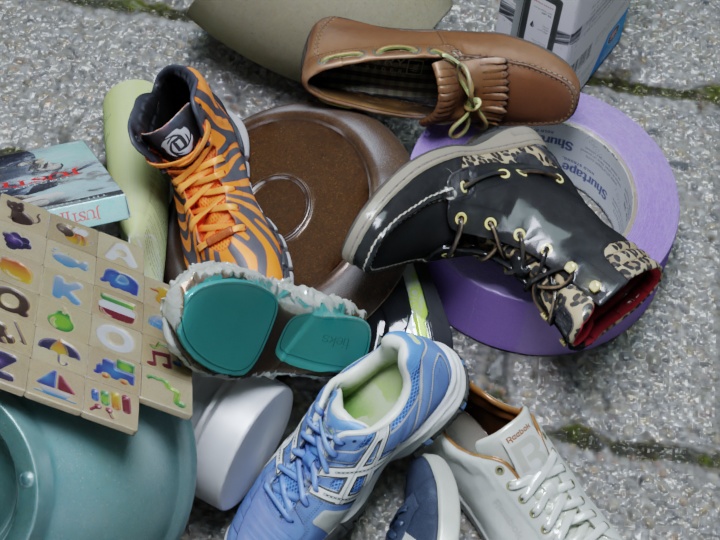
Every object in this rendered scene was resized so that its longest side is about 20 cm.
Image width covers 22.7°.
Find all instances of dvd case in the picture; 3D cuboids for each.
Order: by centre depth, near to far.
[{"bbox_3d":[-0.244,-0.050,1.239,0.145,0.022,0.200,-12,18,-13],"label":"dvd case"}]

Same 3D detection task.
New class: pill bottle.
[{"bbox_3d":[-0.150,0.070,1.173,0.199,0.120,0.120,29,57,15],"label":"pill bottle"}]

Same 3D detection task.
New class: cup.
[{"bbox_3d":[-0.014,-0.215,1.365,0.143,0.200,0.200,45,59,-5],"label":"cup"}]

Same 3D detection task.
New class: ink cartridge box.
[{"bbox_3d":[0.161,-0.227,1.362,0.067,0.201,0.116,30,57,16],"label":"ink cartridge box"}]

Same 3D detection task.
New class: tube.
[{"bbox_3d":[-0.159,-0.058,1.280,0.058,0.052,0.201,27,33,-30],"label":"tube"}]

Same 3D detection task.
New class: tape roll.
[{"bbox_3d":[0.129,-0.040,1.309,0.198,0.066,0.202,3,54,-4],"label":"tape roll"}]

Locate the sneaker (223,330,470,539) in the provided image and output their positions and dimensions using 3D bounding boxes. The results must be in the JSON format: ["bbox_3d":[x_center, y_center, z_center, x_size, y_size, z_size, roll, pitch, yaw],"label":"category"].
[{"bbox_3d":[-0.021,0.113,1.146,0.200,0.077,0.076,-48,57,0],"label":"sneaker"}]

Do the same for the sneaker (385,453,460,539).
[{"bbox_3d":[0.013,0.201,1.119,0.084,0.075,0.202,9,54,-4],"label":"sneaker"}]

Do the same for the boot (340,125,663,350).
[{"bbox_3d":[0.097,-0.012,1.190,0.199,0.074,0.151,-23,60,-44],"label":"boot"}]

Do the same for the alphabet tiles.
[{"bbox_3d":[-0.176,0.022,1.068,0.165,0.006,0.201,21,27,-17],"label":"alphabet tiles"}]

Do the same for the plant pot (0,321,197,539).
[{"bbox_3d":[-0.213,0.119,1.062,0.198,0.134,0.203,1,92,18],"label":"plant pot"}]

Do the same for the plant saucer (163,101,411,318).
[{"bbox_3d":[-0.056,-0.037,1.263,0.198,0.032,0.202,-9,61,17],"label":"plant saucer"}]

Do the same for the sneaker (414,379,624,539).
[{"bbox_3d":[0.108,0.146,1.163,0.073,0.085,0.200,-36,66,-29],"label":"sneaker"}]

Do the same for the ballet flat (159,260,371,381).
[{"bbox_3d":[-0.071,0.032,1.114,0.071,0.199,0.073,-8,75,32],"label":"ballet flat"}]

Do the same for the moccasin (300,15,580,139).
[{"bbox_3d":[0.057,-0.133,1.274,0.199,0.074,0.078,12,40,-7],"label":"moccasin"}]

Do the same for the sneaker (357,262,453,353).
[{"bbox_3d":[0.000,0.000,1.265,0.082,0.072,0.201,-14,57,-13],"label":"sneaker"}]

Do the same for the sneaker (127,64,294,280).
[{"bbox_3d":[-0.110,-0.051,1.206,0.077,0.112,0.201,-26,59,8],"label":"sneaker"}]
